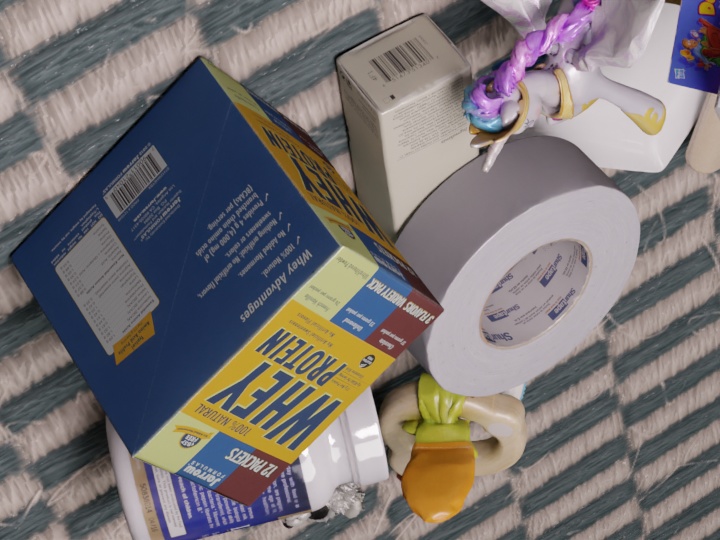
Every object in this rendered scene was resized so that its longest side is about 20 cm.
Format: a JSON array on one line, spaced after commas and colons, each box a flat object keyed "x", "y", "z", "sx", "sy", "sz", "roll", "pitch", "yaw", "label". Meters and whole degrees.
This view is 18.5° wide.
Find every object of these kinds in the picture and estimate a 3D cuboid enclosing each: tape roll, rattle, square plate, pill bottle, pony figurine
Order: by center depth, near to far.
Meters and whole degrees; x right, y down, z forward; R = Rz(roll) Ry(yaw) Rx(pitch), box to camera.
[{"x": 0.155, "y": -0.169, "z": 1.534, "sx": 0.199, "sy": 0.166, "sz": 0.194, "roll": -14, "pitch": 125, "yaw": -48, "label": "pony figurine"}, {"x": 0.114, "y": -0.001, "z": 1.657, "sx": 0.199, "sy": 0.066, "sz": 0.201, "roll": -27, "pitch": 143, "yaw": -22, "label": "tape roll"}, {"x": -0.084, "y": 0.134, "z": 1.664, "sx": 0.198, "sy": 0.116, "sz": 0.116, "roll": -13, "pitch": 141, "yaw": -2, "label": "pill bottle"}, {"x": 0.215, "y": -0.166, "z": 1.710, "sx": 0.197, "sy": 0.028, "sz": 0.201, "roll": 2, "pitch": 129, "yaw": -43, "label": "square plate"}, {"x": 0.065, "y": 0.183, "z": 1.835, "sx": 0.129, "sy": 0.144, "sz": 0.200, "roll": 5, "pitch": 148, "yaw": -20, "label": "rattle"}]

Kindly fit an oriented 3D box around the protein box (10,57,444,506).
[{"x": -0.092, "y": 0.009, "z": 1.490, "sx": 0.199, "sy": 0.200, "sz": 0.135, "roll": -45, "pitch": 144, "yaw": 10, "label": "protein box"}]

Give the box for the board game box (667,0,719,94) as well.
[{"x": 0.272, "y": -0.222, "z": 1.566, "sx": 0.200, "sy": 0.044, "sz": 0.135, "roll": -48, "pitch": 149, "yaw": -59, "label": "board game box"}]

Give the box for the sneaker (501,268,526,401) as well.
[{"x": 0.087, "y": 0.047, "z": 1.804, "sx": 0.080, "sy": 0.077, "sz": 0.201, "roll": -22, "pitch": 136, "yaw": -8, "label": "sneaker"}]

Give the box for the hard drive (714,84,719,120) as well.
[{"x": 0.282, "y": -0.192, "z": 1.498, "sx": 0.132, "sy": 0.026, "sz": 0.202, "roll": 27, "pitch": 79, "yaw": -74, "label": "hard drive"}]

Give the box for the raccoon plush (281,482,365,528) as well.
[{"x": -0.005, "y": 0.126, "z": 1.795, "sx": 0.200, "sy": 0.097, "sz": 0.134, "roll": -42, "pitch": 152, "yaw": 6, "label": "raccoon plush"}]

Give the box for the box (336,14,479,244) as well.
[{"x": 0.040, "y": -0.084, "z": 1.615, "sx": 0.082, "sy": 0.068, "sz": 0.201, "roll": -27, "pitch": 143, "yaw": -15, "label": "box"}]

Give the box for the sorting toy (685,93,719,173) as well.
[{"x": 0.363, "y": -0.175, "z": 1.795, "sx": 0.199, "sy": 0.036, "sz": 0.186, "roll": -24, "pitch": 145, "yaw": -35, "label": "sorting toy"}]
